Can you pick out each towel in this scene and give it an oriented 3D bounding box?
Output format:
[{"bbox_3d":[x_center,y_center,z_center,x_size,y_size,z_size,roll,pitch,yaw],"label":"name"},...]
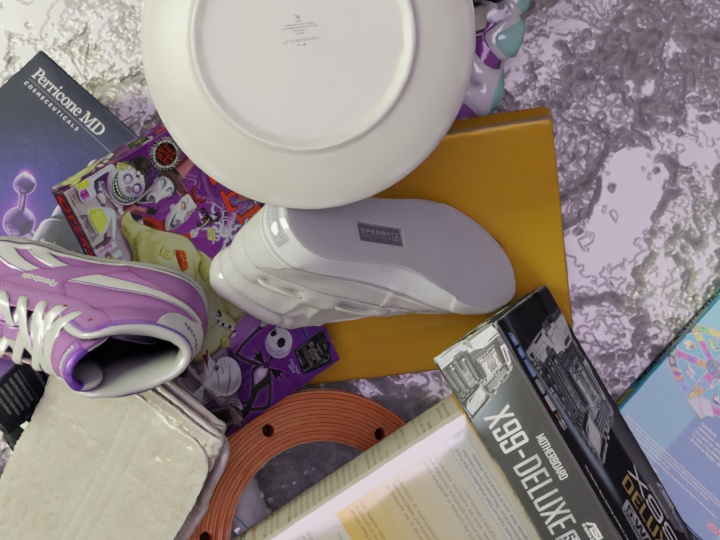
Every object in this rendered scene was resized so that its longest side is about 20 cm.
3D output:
[{"bbox_3d":[-0.169,0.142,1.127,0.132,0.034,0.201,38,118,13],"label":"towel"}]

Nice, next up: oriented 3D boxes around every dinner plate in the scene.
[{"bbox_3d":[-0.032,-0.136,1.005,0.198,0.024,0.202,0,94,4],"label":"dinner plate"}]

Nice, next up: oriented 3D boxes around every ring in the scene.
[{"bbox_3d":[-0.029,0.182,1.176,0.199,0.019,0.202,1,87,-22],"label":"ring"}]

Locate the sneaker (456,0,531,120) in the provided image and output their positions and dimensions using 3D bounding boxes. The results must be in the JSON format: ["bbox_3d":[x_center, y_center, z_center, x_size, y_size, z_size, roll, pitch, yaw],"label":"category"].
[{"bbox_3d":[0.033,-0.152,1.175,0.139,0.078,0.202,13,89,-10],"label":"sneaker"}]

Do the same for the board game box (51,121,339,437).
[{"bbox_3d":[-0.102,0.005,1.116,0.120,0.032,0.201,-36,115,-24],"label":"board game box"}]

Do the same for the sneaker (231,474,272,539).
[{"bbox_3d":[-0.086,0.189,1.199,0.080,0.070,0.202,3,85,-20],"label":"sneaker"}]

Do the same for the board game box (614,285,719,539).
[{"bbox_3d":[0.277,0.091,1.183,0.151,0.047,0.200,43,91,4],"label":"board game box"}]

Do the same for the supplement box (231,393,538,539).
[{"bbox_3d":[0.021,0.183,1.110,0.199,0.074,0.127,-32,96,1],"label":"supplement box"}]

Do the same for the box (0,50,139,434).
[{"bbox_3d":[-0.224,-0.018,1.154,0.148,0.104,0.200,40,76,11],"label":"box"}]

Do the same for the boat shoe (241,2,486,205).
[{"bbox_3d":[-0.004,-0.107,1.103,0.199,0.075,0.094,-18,106,-19],"label":"boat shoe"}]

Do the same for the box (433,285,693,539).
[{"bbox_3d":[0.133,0.116,1.092,0.050,0.158,0.201,-31,87,19],"label":"box"}]

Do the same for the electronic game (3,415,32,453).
[{"bbox_3d":[-0.213,0.100,1.211,0.198,0.042,0.202,-1,83,8],"label":"electronic game"}]

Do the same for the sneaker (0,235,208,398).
[{"bbox_3d":[-0.192,0.030,1.018,0.198,0.114,0.073,1,110,0],"label":"sneaker"}]

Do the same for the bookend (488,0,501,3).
[{"bbox_3d":[0.021,-0.206,1.077,0.198,0.199,0.093,-38,129,-32],"label":"bookend"}]

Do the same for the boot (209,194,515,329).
[{"bbox_3d":[0.000,0.000,1.114,0.199,0.095,0.074,16,56,-35],"label":"boot"}]

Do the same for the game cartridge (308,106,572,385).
[{"bbox_3d":[0.039,-0.014,1.171,0.198,0.033,0.178,-7,116,4],"label":"game cartridge"}]
